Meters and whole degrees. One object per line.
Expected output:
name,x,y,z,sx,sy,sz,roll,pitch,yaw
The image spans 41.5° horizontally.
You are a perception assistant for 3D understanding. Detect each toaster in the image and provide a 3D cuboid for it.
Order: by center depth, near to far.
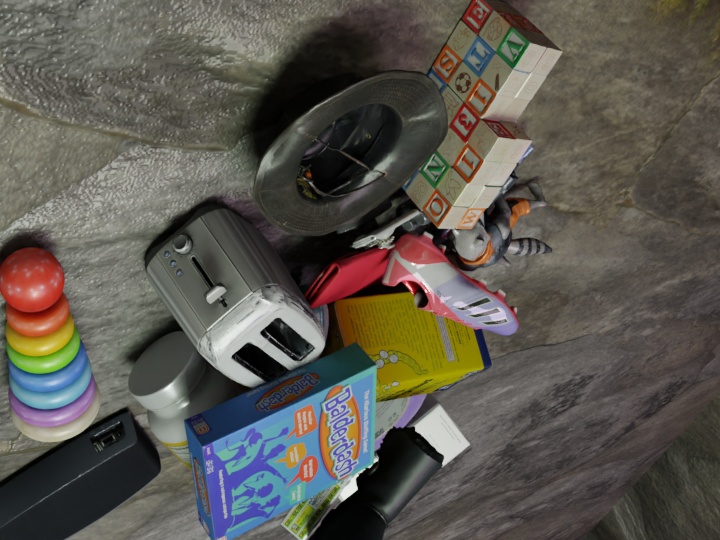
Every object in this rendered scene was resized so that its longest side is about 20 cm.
toaster,-0.116,0.036,0.941,0.113,0.130,0.200,-38,150,0

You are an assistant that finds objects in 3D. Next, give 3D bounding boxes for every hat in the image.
hat,-0.020,-0.127,0.880,0.198,0.081,0.202,-21,148,-14

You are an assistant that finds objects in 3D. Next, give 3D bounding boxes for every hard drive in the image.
hard drive,-0.327,0.251,1.084,0.199,0.042,0.135,-32,149,-13

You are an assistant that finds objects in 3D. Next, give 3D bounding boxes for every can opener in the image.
can opener,0.061,-0.077,1.051,0.199,0.067,0.052,-27,-174,-32

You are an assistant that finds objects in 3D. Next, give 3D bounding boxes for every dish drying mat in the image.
dish drying mat,0.000,0.000,1.077,0.077,0.018,0.199,-52,166,25

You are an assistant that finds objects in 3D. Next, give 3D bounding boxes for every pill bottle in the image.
pill bottle,-0.158,0.162,1.032,0.112,0.113,0.201,-37,124,-2

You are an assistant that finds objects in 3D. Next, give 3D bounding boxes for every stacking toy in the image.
stacking toy,-0.283,0.063,0.849,0.085,0.086,0.201,-21,142,-27

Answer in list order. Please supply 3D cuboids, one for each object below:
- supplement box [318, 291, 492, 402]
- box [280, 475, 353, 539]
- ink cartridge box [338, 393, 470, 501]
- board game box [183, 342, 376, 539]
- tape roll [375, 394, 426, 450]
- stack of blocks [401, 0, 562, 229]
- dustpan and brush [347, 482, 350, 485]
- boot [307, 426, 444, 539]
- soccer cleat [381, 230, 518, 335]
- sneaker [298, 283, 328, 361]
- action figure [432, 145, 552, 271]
supplement box,0.041,0.095,1.156,0.198,0.111,0.109,-6,162,-31
box,-0.036,0.261,1.163,0.111,0.035,0.200,-53,173,-1
ink cartridge box,0.051,0.273,1.426,0.199,0.083,0.147,-38,-171,-2
board game box,-0.076,0.177,0.972,0.198,0.045,0.154,-23,134,-26
tape roll,-0.010,0.175,1.290,0.198,0.085,0.201,-28,149,-18
stack of blocks,0.114,-0.155,0.951,0.058,0.115,0.201,-2,133,-46
dustpan and brush,-0.104,0.300,1.311,0.198,0.058,0.139,-25,154,20
boot,0.022,0.262,1.082,0.169,0.076,0.200,-50,180,3
soccer cleat,0.106,0.031,1.111,0.199,0.066,0.077,38,78,-29
sneaker,-0.105,0.100,1.097,0.079,0.072,0.201,-8,138,-45
action figure,0.176,-0.059,1.160,0.200,0.105,0.193,-50,162,31
